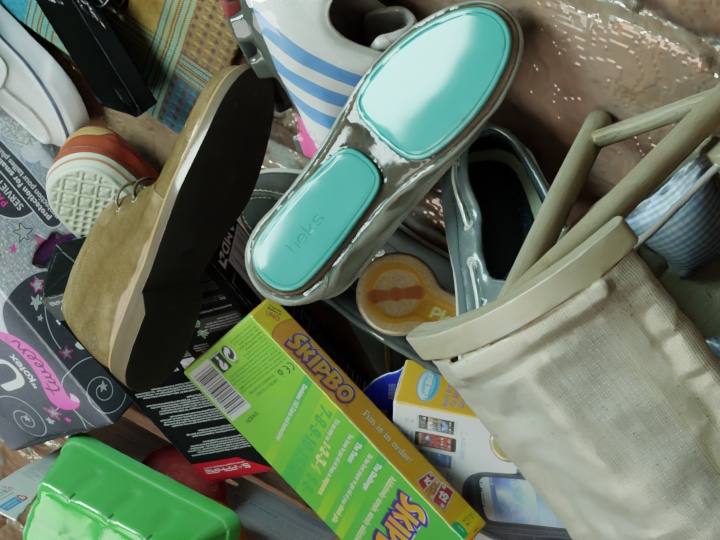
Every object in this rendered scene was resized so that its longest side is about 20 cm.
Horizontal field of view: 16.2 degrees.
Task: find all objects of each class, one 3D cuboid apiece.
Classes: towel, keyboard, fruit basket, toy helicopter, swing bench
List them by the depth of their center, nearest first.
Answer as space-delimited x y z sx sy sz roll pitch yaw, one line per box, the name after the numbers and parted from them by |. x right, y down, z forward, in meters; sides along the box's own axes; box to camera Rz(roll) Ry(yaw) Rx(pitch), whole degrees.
0.165 0.038 1.249 0.199 0.200 0.130 51 143 -16 | swing bench
0.094 0.038 1.387 0.200 0.132 0.079 26 -177 4 | toy helicopter
-0.165 -0.175 1.440 0.104 0.040 0.200 25 150 58 | keyboard
-0.155 -0.172 1.469 0.200 0.022 0.147 36 145 4 | towel
-0.131 0.166 1.671 0.185 0.200 0.094 26 105 15 | fruit basket

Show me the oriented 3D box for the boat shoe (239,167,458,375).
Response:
0.000 0.000 1.471 0.200 0.057 0.067 28 135 24 | boat shoe

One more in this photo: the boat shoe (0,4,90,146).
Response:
-0.245 -0.135 1.526 0.200 0.065 0.074 48 160 -29 | boat shoe

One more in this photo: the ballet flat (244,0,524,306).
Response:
0.015 -0.063 1.337 0.067 0.064 0.200 45 103 15 | ballet flat

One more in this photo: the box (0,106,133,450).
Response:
-0.222 0.003 1.637 0.132 0.115 0.200 -17 117 50 | box

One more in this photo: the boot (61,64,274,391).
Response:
-0.114 -0.035 1.432 0.075 0.074 0.200 36 110 30 | boot

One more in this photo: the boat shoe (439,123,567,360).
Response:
0.084 0.013 1.324 0.073 0.200 0.062 -10 151 -7 | boat shoe

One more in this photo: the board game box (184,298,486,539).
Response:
-0.011 0.110 1.482 0.200 0.030 0.096 49 143 -2 | board game box

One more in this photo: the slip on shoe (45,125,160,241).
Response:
-0.124 -0.015 1.582 0.074 0.061 0.200 -23 128 23 | slip on shoe

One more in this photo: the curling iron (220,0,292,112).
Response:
-0.074 -0.146 1.377 0.050 0.026 0.200 -5 151 19 | curling iron

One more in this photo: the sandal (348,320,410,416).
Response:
0.040 0.097 1.549 0.082 0.055 0.200 5 126 38 | sandal

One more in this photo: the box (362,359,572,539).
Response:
0.095 0.118 1.485 0.200 0.042 0.119 9 135 8 | box

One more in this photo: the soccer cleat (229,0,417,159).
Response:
0.001 -0.096 1.369 0.086 0.070 0.200 -16 135 14 | soccer cleat

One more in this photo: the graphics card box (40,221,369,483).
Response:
-0.091 0.048 1.559 0.125 0.051 0.200 -13 136 28 | graphics card box
